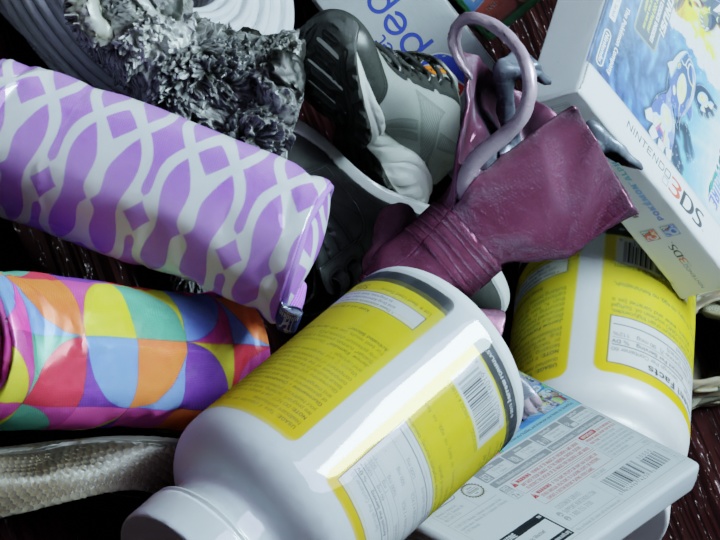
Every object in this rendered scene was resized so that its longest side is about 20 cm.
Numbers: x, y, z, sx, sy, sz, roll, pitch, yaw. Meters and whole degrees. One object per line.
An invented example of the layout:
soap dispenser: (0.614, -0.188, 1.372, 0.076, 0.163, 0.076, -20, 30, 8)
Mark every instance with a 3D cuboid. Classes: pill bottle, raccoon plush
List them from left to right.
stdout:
raccoon plush: (-0.111, -0.070, 1.421, 0.133, 0.097, 0.201, 14, 89, -17)
pill bottle: (-0.020, 0.094, 1.313, 0.200, 0.112, 0.112, -39, 93, -32)
pill bottle: (0.143, 0.071, 1.618, 0.114, 0.114, 0.201, 36, 40, -24)

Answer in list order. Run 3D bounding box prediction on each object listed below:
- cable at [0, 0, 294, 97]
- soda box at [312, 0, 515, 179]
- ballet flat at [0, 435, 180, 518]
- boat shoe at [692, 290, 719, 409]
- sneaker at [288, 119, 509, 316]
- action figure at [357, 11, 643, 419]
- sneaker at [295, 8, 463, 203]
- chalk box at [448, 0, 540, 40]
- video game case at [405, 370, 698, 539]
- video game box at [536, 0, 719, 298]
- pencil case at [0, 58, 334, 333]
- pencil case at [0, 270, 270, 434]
cable: (-0.126, -0.174, 1.541, 0.200, 0.069, 0.200, 51, 36, -6)
soda box: (0.027, -0.150, 1.682, 0.200, 0.068, 0.063, 51, 4, -5)
ballet flat: (-0.147, 0.106, 1.310, 0.199, 0.067, 0.047, 1, 81, -46)
boat shoe: (0.234, 0.050, 1.778, 0.200, 0.065, 0.072, -23, 81, -53)
sneaker: (0.000, 0.000, 1.555, 0.200, 0.071, 0.100, 34, 46, -23)
action figure: (0.058, -0.014, 1.460, 0.134, 0.200, 0.149, 43, -1, 34)
sneaker: (0.015, -0.106, 1.573, 0.074, 0.079, 0.200, 43, -5, 26)
chalk box: (0.081, -0.236, 1.693, 0.124, 0.125, 0.200, 51, 1, -20)
video game case: (0.062, 0.103, 1.451, 0.181, 0.022, 0.200, 27, 28, 24)
video game box: (0.185, -0.117, 1.617, 0.182, 0.047, 0.201, 49, 46, -35)
pencil case: (-0.109, -0.039, 1.367, 0.199, 0.086, 0.084, 23, 60, 3)
pencil case: (-0.136, 0.043, 1.350, 0.199, 0.088, 0.089, 8, 56, -46)
